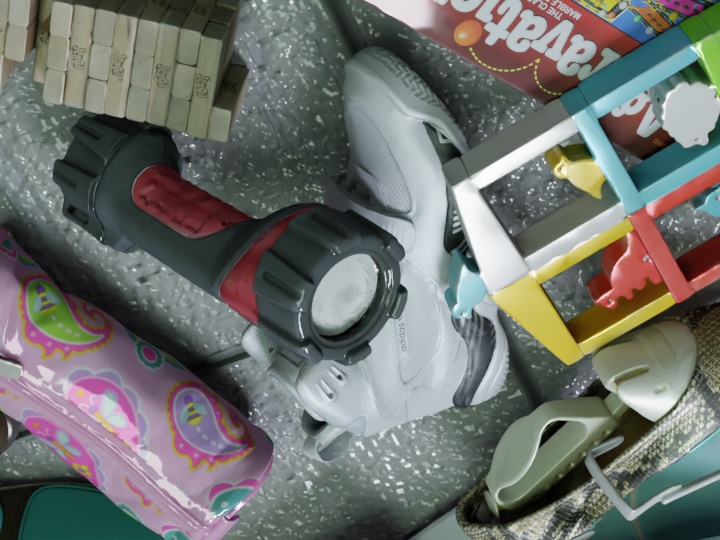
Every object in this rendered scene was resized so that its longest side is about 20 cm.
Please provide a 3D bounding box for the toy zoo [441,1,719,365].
[{"bbox_3d":[0.126,-0.034,0.755,0.200,0.020,0.131,-31,128,8],"label":"toy zoo"}]

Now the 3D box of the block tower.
[{"bbox_3d":[-0.152,-0.117,0.779,0.200,0.054,0.058,14,122,0],"label":"block tower"}]

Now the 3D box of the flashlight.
[{"bbox_3d":[-0.066,-0.024,0.754,0.200,0.068,0.068,32,142,42],"label":"flashlight"}]

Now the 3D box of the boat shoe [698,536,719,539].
[{"bbox_3d":[0.137,0.195,0.881,0.199,0.068,0.074,-34,101,6],"label":"boat shoe"}]

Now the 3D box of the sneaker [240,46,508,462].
[{"bbox_3d":[0.000,0.000,0.783,0.115,0.075,0.200,-28,123,-20],"label":"sneaker"}]

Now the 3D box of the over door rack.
[{"bbox_3d":[0.200,0.112,0.759,0.200,0.067,0.148,-13,153,-6],"label":"over door rack"}]

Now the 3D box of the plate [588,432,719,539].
[{"bbox_3d":[0.212,0.118,0.874,0.200,0.026,0.200,4,120,8],"label":"plate"}]

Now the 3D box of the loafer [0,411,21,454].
[{"bbox_3d":[-0.272,0.044,0.880,0.200,0.071,0.073,38,118,-13],"label":"loafer"}]

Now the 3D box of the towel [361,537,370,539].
[{"bbox_3d":[0.026,0.242,0.955,0.200,0.037,0.148,37,124,-20],"label":"towel"}]

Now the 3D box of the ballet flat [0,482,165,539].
[{"bbox_3d":[-0.195,0.157,0.950,0.200,0.068,0.062,6,148,9],"label":"ballet flat"}]

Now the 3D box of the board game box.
[{"bbox_3d":[0.097,-0.120,0.707,0.200,0.019,0.103,24,117,-33],"label":"board game box"}]

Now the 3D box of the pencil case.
[{"bbox_3d":[-0.142,0.066,0.866,0.200,0.087,0.087,40,118,-15],"label":"pencil case"}]

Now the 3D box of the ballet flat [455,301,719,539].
[{"bbox_3d":[0.122,0.078,0.820,0.075,0.068,0.200,28,118,-32],"label":"ballet flat"}]

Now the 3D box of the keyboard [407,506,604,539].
[{"bbox_3d":[0.047,0.171,0.934,0.056,0.011,0.200,44,121,-10],"label":"keyboard"}]
